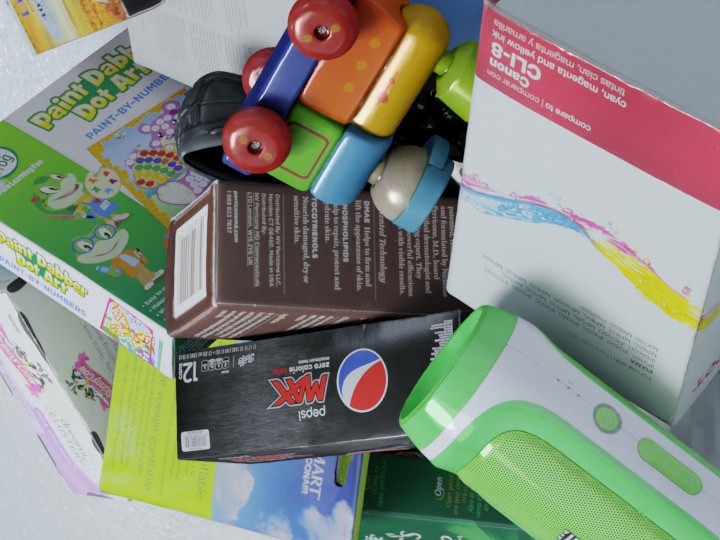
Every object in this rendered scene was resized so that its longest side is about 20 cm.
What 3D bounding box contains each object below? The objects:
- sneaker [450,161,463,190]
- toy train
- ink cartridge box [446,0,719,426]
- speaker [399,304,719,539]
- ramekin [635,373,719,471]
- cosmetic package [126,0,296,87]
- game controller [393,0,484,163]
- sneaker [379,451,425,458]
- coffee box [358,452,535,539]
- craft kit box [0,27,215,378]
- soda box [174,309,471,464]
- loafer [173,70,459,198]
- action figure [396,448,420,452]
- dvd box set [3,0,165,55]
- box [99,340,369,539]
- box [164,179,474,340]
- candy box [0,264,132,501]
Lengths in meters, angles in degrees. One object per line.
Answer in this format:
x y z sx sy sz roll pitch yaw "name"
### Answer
0.043 -0.129 1.098 0.085 0.074 0.201 32 149 56 "sneaker"
0.023 -0.115 0.969 0.115 0.085 0.201 27 120 -10 "toy train"
0.144 -0.059 0.974 0.144 0.145 0.201 30 142 21 "ink cartridge box"
0.118 0.105 0.976 0.200 0.089 0.088 37 146 -3 "speaker"
0.205 0.151 1.103 0.199 0.098 0.202 4 129 5 "ramekin"
-0.076 -0.187 1.172 0.150 0.052 0.201 28 142 29 "cosmetic package"
0.056 -0.150 1.000 0.104 0.042 0.201 14 119 -8 "game controller"
0.010 0.074 1.322 0.201 0.079 0.078 56 147 -10 "sneaker"
0.073 0.164 1.268 0.198 0.044 0.123 7 152 -1 "coffee box"
-0.124 -0.052 1.231 0.197 0.200 0.049 29 141 23 "craft kit box"
-0.007 0.067 1.099 0.199 0.071 0.064 -9 78 36 "soda box"
-0.010 -0.057 1.156 0.199 0.071 0.068 14 133 -5 "loafer"
0.006 0.080 1.247 0.199 0.055 0.118 8 158 27 "action figure"
-0.194 -0.213 1.236 0.200 0.029 0.147 0 116 64 "dvd box set"
-0.066 0.094 1.214 0.199 0.048 0.123 9 93 35 "box"
0.000 0.000 1.113 0.100 0.199 0.076 151 122 -66 "box"
-0.146 0.025 1.332 0.071 0.200 0.169 1 125 47 "candy box"
